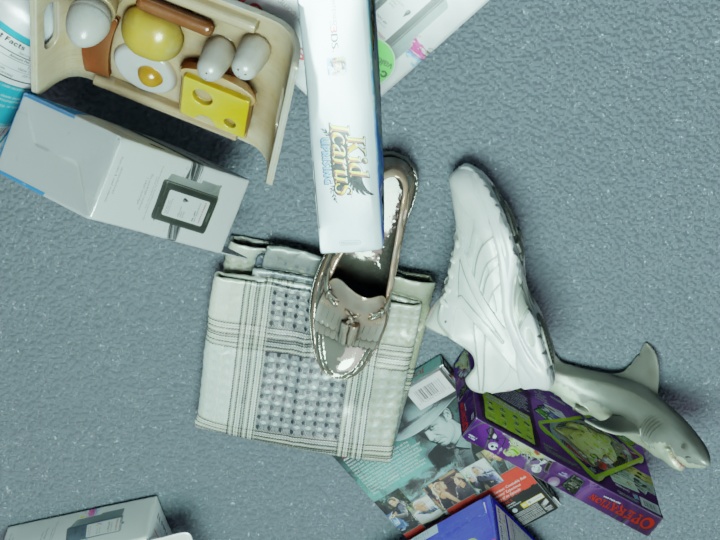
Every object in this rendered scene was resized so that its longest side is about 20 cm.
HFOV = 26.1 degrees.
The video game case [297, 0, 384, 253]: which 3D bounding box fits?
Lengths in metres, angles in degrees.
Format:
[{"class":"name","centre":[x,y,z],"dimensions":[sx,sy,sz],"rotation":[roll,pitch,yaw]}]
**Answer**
[{"class":"video game case","centre":[-0.011,-0.140,1.000],"dimensions":[0.045,0.201,0.183],"rotation":[-4,121,2]}]

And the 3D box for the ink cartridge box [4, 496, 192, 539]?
[{"class":"ink cartridge box","centre":[-0.237,0.292,1.508],"dimensions":[0.198,0.067,0.118],"rotation":[-12,119,10]}]

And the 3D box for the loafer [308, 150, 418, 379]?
[{"class":"loafer","centre":[0.000,0.000,1.302],"dimensions":[0.071,0.063,0.202],"rotation":[15,102,-3]}]

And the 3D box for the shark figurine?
[{"class":"shark figurine","centre":[0.220,0.096,1.390],"dimensions":[0.213,0.128,0.090],"rotation":[29,93,5]}]

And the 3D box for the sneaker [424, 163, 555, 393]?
[{"class":"sneaker","centre":[0.095,0.013,1.303],"dimensions":[0.099,0.078,0.202],"rotation":[-15,92,12]}]

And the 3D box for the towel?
[{"class":"towel","centre":[-0.044,0.075,1.381],"dimensions":[0.191,0.035,0.202],"rotation":[12,116,0]}]

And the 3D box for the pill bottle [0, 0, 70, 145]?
[{"class":"pill bottle","centre":[-0.282,-0.183,1.205],"dimensions":[0.110,0.111,0.200],"rotation":[36,115,-18]}]

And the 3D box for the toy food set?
[{"class":"toy food set","centre":[-0.143,-0.141,1.122],"dimensions":[0.199,0.061,0.144],"rotation":[22,146,3]}]

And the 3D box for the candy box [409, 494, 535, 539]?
[{"class":"candy box","centre":[0.113,0.330,1.499],"dimensions":[0.168,0.077,0.200],"rotation":[-32,124,19]}]

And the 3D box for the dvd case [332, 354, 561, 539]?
[{"class":"dvd case","centre":[0.075,0.186,1.464],"dimensions":[0.145,0.022,0.200],"rotation":[-33,115,19]}]

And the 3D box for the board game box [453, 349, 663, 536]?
[{"class":"board game box","centre":[0.174,0.151,1.383],"dimensions":[0.199,0.120,0.032],"rotation":[29,118,-14]}]

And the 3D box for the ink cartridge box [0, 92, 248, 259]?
[{"class":"ink cartridge box","centre":[-0.173,-0.071,1.232],"dimensions":[0.115,0.199,0.068],"rotation":[25,95,33]}]

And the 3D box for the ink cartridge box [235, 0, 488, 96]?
[{"class":"ink cartridge box","centre":[0.010,-0.241,1.141],"dimensions":[0.147,0.146,0.200],"rotation":[41,115,-20]}]
